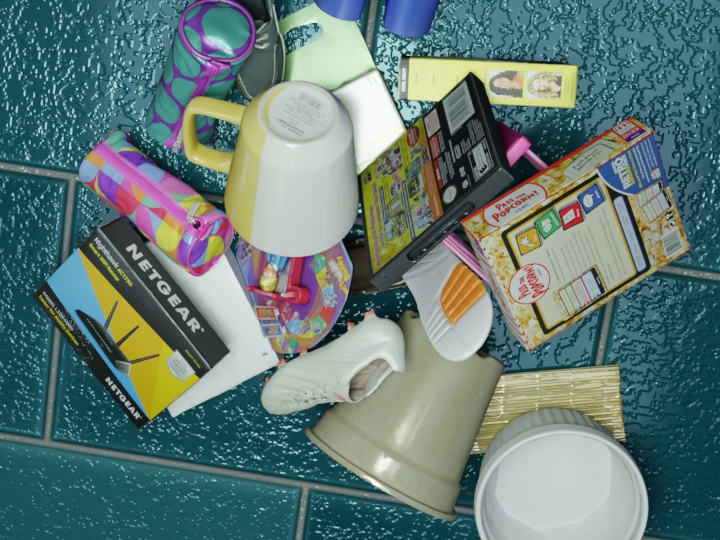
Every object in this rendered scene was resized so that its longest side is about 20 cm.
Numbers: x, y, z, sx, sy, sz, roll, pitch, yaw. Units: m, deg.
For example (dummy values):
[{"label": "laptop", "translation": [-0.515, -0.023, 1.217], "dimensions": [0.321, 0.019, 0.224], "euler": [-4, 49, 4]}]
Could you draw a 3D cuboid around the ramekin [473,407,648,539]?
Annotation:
[{"label": "ramekin", "translation": [0.230, 0.259, 1.333], "dimensions": [0.198, 0.105, 0.203], "euler": [1, 106, 2]}]

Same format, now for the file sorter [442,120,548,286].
[{"label": "file sorter", "translation": [0.159, -0.064, 1.242], "dimensions": [0.125, 0.200, 0.139], "euler": [42, 98, -8]}]

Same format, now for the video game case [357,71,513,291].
[{"label": "video game case", "translation": [0.072, -0.097, 1.189], "dimensions": [0.025, 0.201, 0.180], "euler": [36, 116, -27]}]

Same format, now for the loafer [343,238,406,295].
[{"label": "loafer", "translation": [0.000, 0.000, 1.324], "dimensions": [0.198, 0.071, 0.074], "euler": [-12, 99, 5]}]

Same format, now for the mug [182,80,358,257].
[{"label": "mug", "translation": [-0.086, -0.114, 1.187], "dimensions": [0.184, 0.154, 0.151], "euler": [-9, 60, -12]}]

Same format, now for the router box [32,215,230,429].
[{"label": "router box", "translation": [-0.263, 0.061, 1.292], "dimensions": [0.149, 0.051, 0.201], "euler": [-39, 91, 33]}]

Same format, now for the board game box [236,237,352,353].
[{"label": "board game box", "translation": [-0.090, -0.010, 1.278], "dimensions": [0.158, 0.039, 0.201], "euler": [-43, 58, 33]}]

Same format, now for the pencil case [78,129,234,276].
[{"label": "pencil case", "translation": [-0.229, -0.078, 1.282], "dimensions": [0.199, 0.088, 0.089], "euler": [35, 101, 22]}]

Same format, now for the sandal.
[{"label": "sandal", "translation": [0.100, 0.028, 1.231], "dimensions": [0.079, 0.207, 0.059], "euler": [-37, 128, 10]}]

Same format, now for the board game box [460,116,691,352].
[{"label": "board game box", "translation": [0.216, -0.034, 1.119], "dimensions": [0.199, 0.046, 0.152], "euler": [-31, 122, -4]}]

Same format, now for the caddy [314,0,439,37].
[{"label": "caddy", "translation": [0.025, -0.328, 1.209], "dimensions": [0.140, 0.201, 0.106], "euler": [14, 116, -5]}]

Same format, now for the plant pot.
[{"label": "plant pot", "translation": [0.066, 0.154, 1.302], "dimensions": [0.199, 0.200, 0.185], "euler": [29, 88, -2]}]

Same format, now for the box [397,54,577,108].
[{"label": "box", "translation": [0.141, -0.214, 1.280], "dimensions": [0.197, 0.075, 0.051], "euler": [2, 102, 1]}]

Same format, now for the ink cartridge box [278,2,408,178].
[{"label": "ink cartridge box", "translation": [-0.042, -0.200, 1.305], "dimensions": [0.144, 0.048, 0.202], "euler": [-25, 100, 7]}]

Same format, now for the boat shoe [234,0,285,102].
[{"label": "boat shoe", "translation": [-0.124, -0.270, 1.233], "dimensions": [0.072, 0.062, 0.202], "euler": [0, 118, 5]}]

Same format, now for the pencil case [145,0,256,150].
[{"label": "pencil case", "translation": [-0.176, -0.208, 1.237], "dimensions": [0.084, 0.200, 0.093], "euler": [11, 63, -17]}]

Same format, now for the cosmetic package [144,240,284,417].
[{"label": "cosmetic package", "translation": [-0.201, 0.051, 1.353], "dimensions": [0.150, 0.052, 0.202], "euler": [-25, 97, 9]}]

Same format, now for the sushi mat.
[{"label": "sushi mat", "translation": [0.219, 0.168, 1.372], "dimensions": [0.197, 0.012, 0.097], "euler": [-5, 101, 4]}]

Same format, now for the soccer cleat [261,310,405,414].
[{"label": "soccer cleat", "translation": [-0.034, 0.119, 1.244], "dimensions": [0.199, 0.069, 0.078], "euler": [-34, 55, 28]}]
